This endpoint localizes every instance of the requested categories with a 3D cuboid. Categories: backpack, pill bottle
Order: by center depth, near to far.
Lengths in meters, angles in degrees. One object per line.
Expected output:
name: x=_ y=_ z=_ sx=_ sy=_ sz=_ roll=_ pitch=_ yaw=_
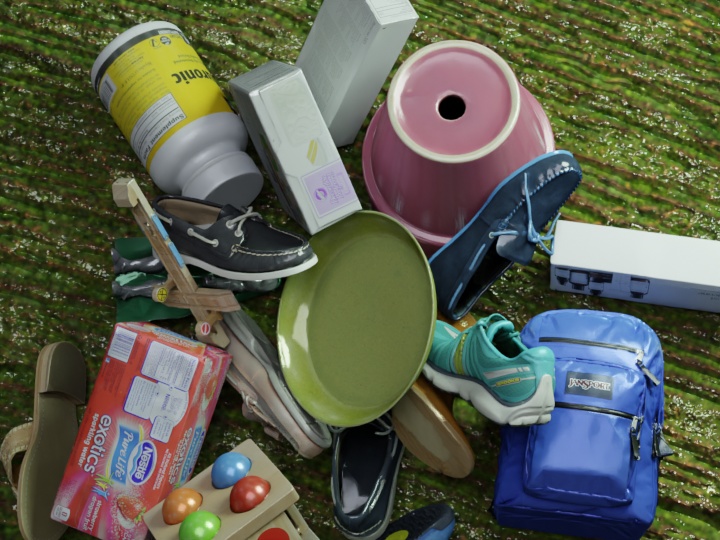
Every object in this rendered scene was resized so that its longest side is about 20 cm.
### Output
backpack: x=0.213 y=0.135 z=1.646 sx=0.161 sy=0.168 sz=0.201 roll=9 pitch=70 yaw=1
pill bottle: x=-0.184 y=-0.148 z=1.809 sx=0.111 sy=0.111 sz=0.201 roll=-32 pitch=69 yaw=-6

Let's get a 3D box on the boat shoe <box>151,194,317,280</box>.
boat shoe: x=-0.125 y=-0.035 z=1.692 sx=0.199 sy=0.061 sz=0.074 roll=12 pitch=26 yaw=42

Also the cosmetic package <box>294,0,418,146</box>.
cosmetic package: x=-0.012 y=-0.214 z=1.769 sx=0.050 sy=0.200 sz=0.083 roll=-14 pitch=63 yaw=-30

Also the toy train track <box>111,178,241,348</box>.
toy train track: x=-0.185 y=0.001 z=1.679 sx=0.114 sy=0.201 sz=0.033 roll=3 pitch=41 yaw=43

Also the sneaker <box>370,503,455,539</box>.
sneaker: x=0.023 y=0.305 z=1.668 sx=0.200 sy=0.066 sz=0.079 roll=-42 pitch=107 yaw=-19

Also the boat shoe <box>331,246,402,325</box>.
boat shoe: x=0.001 y=-0.001 z=1.712 sx=0.071 sy=0.066 sz=0.201 roll=-28 pitch=32 yaw=-11

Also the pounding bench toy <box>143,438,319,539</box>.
pounding bench toy: x=-0.133 y=0.277 z=1.607 sx=0.200 sy=0.156 sz=0.124 roll=-36 pitch=27 yaw=-10

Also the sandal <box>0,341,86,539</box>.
sandal: x=-0.322 y=0.176 z=1.748 sx=0.069 sy=0.078 sz=0.213 roll=-15 pitch=58 yaw=34

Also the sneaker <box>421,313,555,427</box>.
sneaker: x=0.116 y=0.077 z=1.594 sx=0.077 sy=0.200 sz=0.080 roll=1 pitch=104 yaw=-31

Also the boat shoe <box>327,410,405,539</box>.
boat shoe: x=0.005 y=0.159 z=1.705 sx=0.074 sy=0.062 sz=0.201 roll=6 pitch=64 yaw=13

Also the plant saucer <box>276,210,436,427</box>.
plant saucer: x=0.002 y=0.046 z=1.639 sx=0.199 sy=0.031 sz=0.202 roll=-11 pitch=74 yaw=43

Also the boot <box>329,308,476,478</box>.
boot: x=0.081 y=0.101 z=1.688 sx=0.144 sy=0.071 sz=0.201 roll=-23 pitch=53 yaw=-36

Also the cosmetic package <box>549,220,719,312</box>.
cosmetic package: x=0.287 y=0.000 z=1.729 sx=0.199 sy=0.083 sz=0.051 roll=8 pitch=74 yaw=9

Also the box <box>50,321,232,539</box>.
box: x=-0.208 y=0.158 z=1.687 sx=0.099 sy=0.095 sz=0.201 roll=20 pitch=93 yaw=12

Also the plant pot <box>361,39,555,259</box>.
plant pot: x=0.096 y=-0.130 z=1.742 sx=0.198 sy=0.179 sz=0.201 roll=-2 pitch=70 yaw=4

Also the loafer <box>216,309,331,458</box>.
loafer: x=-0.096 y=0.118 z=1.725 sx=0.063 sy=0.072 sz=0.200 roll=-43 pitch=51 yaw=8

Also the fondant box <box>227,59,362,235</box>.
fondant box: x=-0.067 y=-0.123 z=1.706 sx=0.058 sy=0.200 sz=0.145 roll=-25 pitch=103 yaw=-4

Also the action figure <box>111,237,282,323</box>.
action figure: x=-0.151 y=-0.003 z=1.788 sx=0.198 sy=0.055 sz=0.119 roll=-7 pitch=57 yaw=-2

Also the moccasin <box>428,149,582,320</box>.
moccasin: x=0.146 y=-0.028 z=1.696 sx=0.200 sy=0.080 sz=0.068 roll=-49 pitch=47 yaw=27
